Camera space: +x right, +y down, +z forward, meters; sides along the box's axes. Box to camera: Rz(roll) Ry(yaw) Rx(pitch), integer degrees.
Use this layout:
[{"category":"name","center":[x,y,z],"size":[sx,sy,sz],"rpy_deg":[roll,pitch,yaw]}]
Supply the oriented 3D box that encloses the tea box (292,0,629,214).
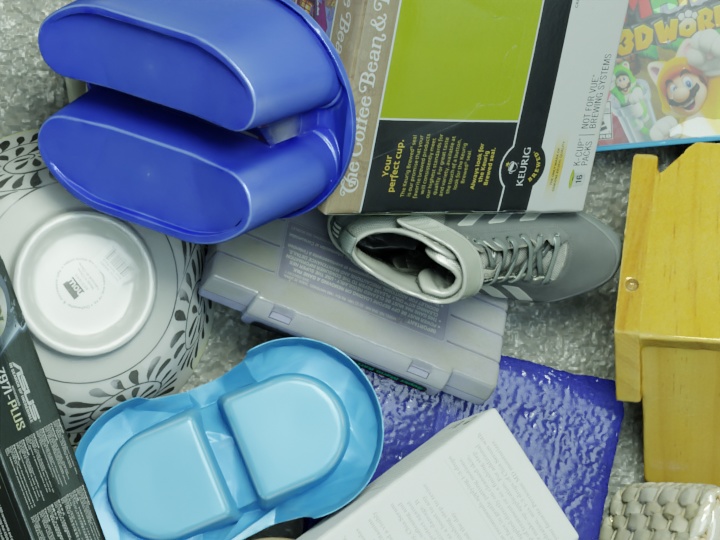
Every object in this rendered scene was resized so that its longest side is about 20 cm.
[{"category":"tea box","center":[0.045,-0.149,1.635],"size":[0.196,0.134,0.201],"rpy_deg":[-1,112,-32]}]

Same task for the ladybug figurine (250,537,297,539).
[{"category":"ladybug figurine","center":[-0.033,0.250,1.689],"size":[0.136,0.072,0.200],"rpy_deg":[-44,99,-13]}]

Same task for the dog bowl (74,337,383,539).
[{"category":"dog bowl","center":[-0.082,0.116,1.654],"size":[0.199,0.050,0.112],"rpy_deg":[-23,86,-1]}]

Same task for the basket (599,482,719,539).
[{"category":"basket","center":[0.226,0.251,1.695],"size":[0.160,0.200,0.199],"rpy_deg":[26,82,-11]}]

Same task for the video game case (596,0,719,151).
[{"category":"video game case","center":[0.205,-0.182,1.724],"size":[0.142,0.018,0.201],"rpy_deg":[-5,103,-6]}]

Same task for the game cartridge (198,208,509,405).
[{"category":"game cartridge","center":[0.000,0.000,1.695],"size":[0.199,0.038,0.130],"rpy_deg":[22,55,-13]}]

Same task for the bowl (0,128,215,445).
[{"category":"bowl","center":[-0.177,0.010,1.647],"size":[0.199,0.094,0.202],"rpy_deg":[0,89,-15]}]

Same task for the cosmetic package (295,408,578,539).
[{"category":"cosmetic package","center":[0.024,0.183,1.639],"size":[0.200,0.071,0.102],"rpy_deg":[-34,93,-25]}]

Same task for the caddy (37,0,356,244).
[{"category":"caddy","center":[-0.097,-0.100,1.564],"size":[0.105,0.199,0.142],"rpy_deg":[-32,133,-49]}]

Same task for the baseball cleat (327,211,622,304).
[{"category":"baseball cleat","center":[0.078,-0.003,1.658],"size":[0.199,0.107,0.070],"rpy_deg":[5,112,-15]}]

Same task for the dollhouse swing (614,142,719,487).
[{"category":"dollhouse swing","center":[0.274,0.041,1.740],"size":[0.199,0.176,0.183],"rpy_deg":[3,64,12]}]

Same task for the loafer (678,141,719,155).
[{"category":"loafer","center":[0.274,-0.041,1.781],"size":[0.075,0.070,0.201],"rpy_deg":[-24,95,-14]}]

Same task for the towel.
[{"category":"towel","center":[0.064,0.122,1.735],"size":[0.199,0.050,0.149],"rpy_deg":[13,88,-13]}]

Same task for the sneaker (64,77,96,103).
[{"category":"sneaker","center":[-0.134,-0.176,1.672],"size":[0.104,0.075,0.202],"rpy_deg":[8,91,-20]}]

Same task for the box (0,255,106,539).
[{"category":"box","center":[-0.265,0.111,1.585],"size":[0.163,0.086,0.201],"rpy_deg":[-19,94,22]}]
